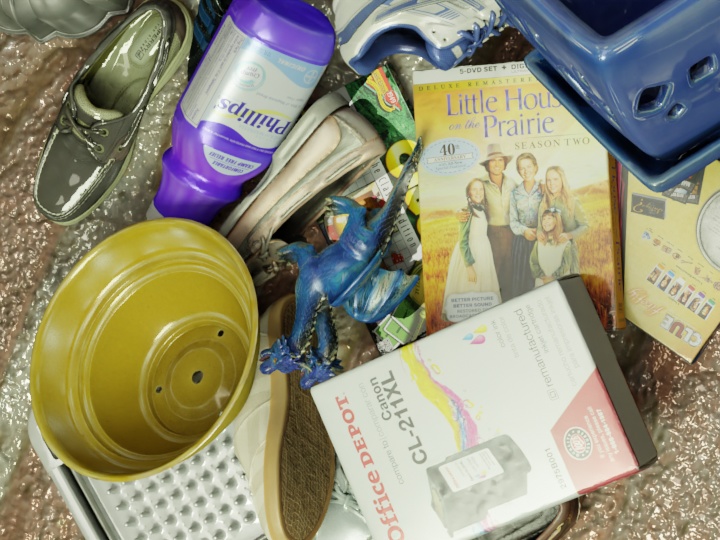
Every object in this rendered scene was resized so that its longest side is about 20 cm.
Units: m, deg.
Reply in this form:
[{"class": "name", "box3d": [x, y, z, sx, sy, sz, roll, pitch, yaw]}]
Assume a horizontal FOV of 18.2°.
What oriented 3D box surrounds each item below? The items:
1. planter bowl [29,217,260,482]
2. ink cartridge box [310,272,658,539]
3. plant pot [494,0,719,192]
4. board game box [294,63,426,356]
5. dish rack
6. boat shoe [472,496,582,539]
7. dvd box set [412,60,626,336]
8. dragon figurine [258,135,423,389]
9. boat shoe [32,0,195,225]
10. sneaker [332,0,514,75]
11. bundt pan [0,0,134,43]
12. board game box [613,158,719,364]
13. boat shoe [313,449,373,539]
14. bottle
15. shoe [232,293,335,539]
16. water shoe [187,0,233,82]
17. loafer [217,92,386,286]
[{"class": "planter bowl", "box3d": [-0.139, 0.068, 1.656, 0.200, 0.083, 0.201, -12, 65, 27]}, {"class": "ink cartridge box", "box3d": [0.087, 0.108, 1.588, 0.200, 0.083, 0.146, -25, 85, 17]}, {"class": "plant pot", "box3d": [0.204, -0.181, 1.497, 0.200, 0.180, 0.200, -33, 47, -7]}, {"class": "board game box", "box3d": [0.020, -0.045, 1.704, 0.105, 0.023, 0.200, -27, 84, 12]}, {"class": "dish rack", "box3d": [-0.145, 0.152, 1.737, 0.172, 0.044, 0.200, -32, 82, 12]}, {"class": "boat shoe", "box3d": [0.073, 0.209, 1.668, 0.200, 0.070, 0.070, -36, 88, 14]}, {"class": "dvd box set", "box3d": [0.114, -0.052, 1.636, 0.146, 0.029, 0.200, -3, 89, 17]}, {"class": "dragon figurine", "box3d": [0.000, 0.000, 1.645, 0.200, 0.059, 0.099, -41, 50, 15]}, {"class": "boat shoe", "box3d": [-0.200, -0.126, 1.737, 0.072, 0.066, 0.201, 35, 99, 12]}, {"class": "sneaker", "box3d": [0.079, -0.184, 1.628, 0.200, 0.075, 0.088, -7, 66, 14]}, {"class": "bundt pan", "box3d": [-0.252, -0.279, 1.745, 0.202, 0.076, 0.202, 0, 91, 15]}, {"class": "board game box", "box3d": [0.199, -0.043, 1.649, 0.200, 0.035, 0.136, 36, 99, 12]}, {"class": "boat shoe", "box3d": [0.017, 0.138, 1.684, 0.074, 0.065, 0.202, 37, 99, 12]}, {"class": "bottle", "box3d": [-0.095, -0.111, 1.670, 0.083, 0.065, 0.200, 19, 115, -27]}, {"class": "shoe", "box3d": [-0.060, 0.116, 1.680, 0.053, 0.070, 0.200, -20, 57, 35]}, {"class": "water shoe", "box3d": [-0.098, -0.198, 1.703, 0.071, 0.079, 0.200, 10, 93, 15]}, {"class": "loafer", "box3d": [-0.056, -0.039, 1.683, 0.063, 0.072, 0.200, 41, 114, 11]}]
